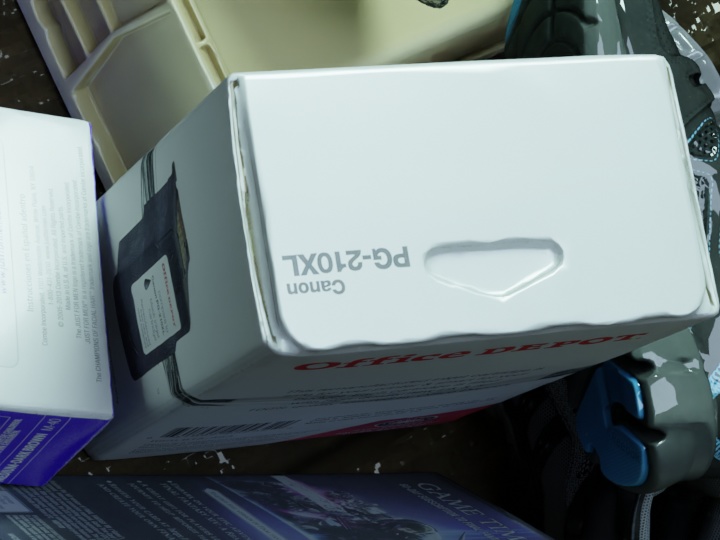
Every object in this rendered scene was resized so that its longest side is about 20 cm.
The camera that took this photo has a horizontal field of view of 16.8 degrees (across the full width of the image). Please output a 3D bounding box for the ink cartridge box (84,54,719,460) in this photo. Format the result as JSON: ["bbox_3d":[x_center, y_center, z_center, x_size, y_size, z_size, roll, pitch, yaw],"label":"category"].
[{"bbox_3d":[0.000,0.000,0.776,0.144,0.200,0.085,-5,79,-22],"label":"ink cartridge box"}]

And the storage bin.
[{"bbox_3d":[-0.031,-0.154,0.874,0.199,0.094,0.199,-25,90,-32],"label":"storage bin"}]

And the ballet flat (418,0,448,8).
[{"bbox_3d":[-0.026,-0.172,0.797,0.075,0.068,0.201,-13,77,-10],"label":"ballet flat"}]

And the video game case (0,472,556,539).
[{"bbox_3d":[-0.025,0.093,0.785,0.199,0.143,0.019,3,101,-30],"label":"video game case"}]

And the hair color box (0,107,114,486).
[{"bbox_3d":[-0.181,0.000,0.752,0.199,0.065,0.110,9,60,-30],"label":"hair color box"}]

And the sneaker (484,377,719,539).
[{"bbox_3d":[0.093,0.049,0.878,0.075,0.114,0.201,-2,78,-31],"label":"sneaker"}]

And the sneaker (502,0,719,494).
[{"bbox_3d":[0.101,-0.026,0.823,0.081,0.073,0.201,-5,78,-22],"label":"sneaker"}]

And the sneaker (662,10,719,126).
[{"bbox_3d":[0.138,-0.011,0.895,0.078,0.099,0.200,-34,70,0],"label":"sneaker"}]
